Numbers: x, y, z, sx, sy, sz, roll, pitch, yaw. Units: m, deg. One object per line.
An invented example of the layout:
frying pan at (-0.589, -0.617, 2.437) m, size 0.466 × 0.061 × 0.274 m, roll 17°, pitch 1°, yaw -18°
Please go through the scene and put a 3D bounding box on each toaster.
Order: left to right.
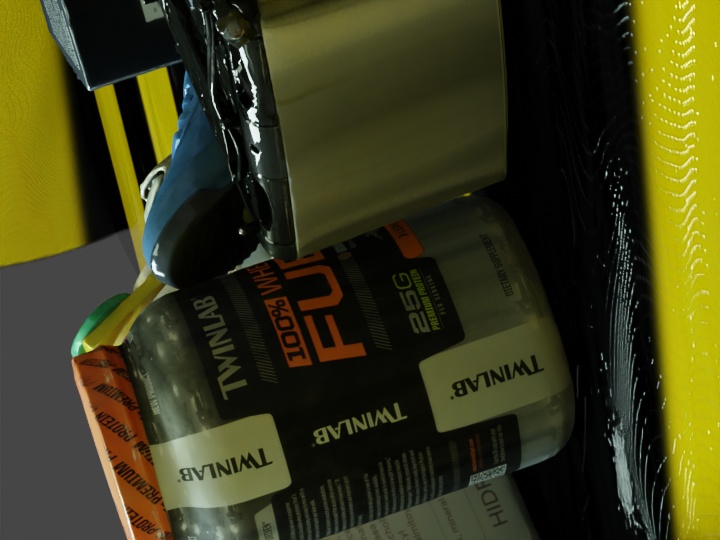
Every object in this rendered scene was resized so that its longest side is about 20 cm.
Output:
toaster at (-0.021, -0.121, 1.178) m, size 0.181 × 0.118 × 0.201 m, roll 81°, pitch 168°, yaw -52°

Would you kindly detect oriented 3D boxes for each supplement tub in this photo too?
supplement tub at (-0.017, 0.052, 1.240) m, size 0.122 × 0.199 × 0.123 m, roll 161°, pitch 90°, yaw -81°

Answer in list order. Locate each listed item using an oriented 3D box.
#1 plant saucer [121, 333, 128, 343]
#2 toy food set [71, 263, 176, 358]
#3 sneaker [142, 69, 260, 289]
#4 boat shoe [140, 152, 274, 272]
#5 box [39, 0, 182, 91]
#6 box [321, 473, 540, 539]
plant saucer at (-0.049, 0.071, 1.576) m, size 0.037 × 0.199 × 0.201 m, roll 31°, pitch -145°, yaw -36°
toy food set at (-0.097, 0.029, 1.809) m, size 0.049 × 0.200 × 0.198 m, roll 42°, pitch 164°, yaw 20°
sneaker at (-0.059, -0.067, 1.302) m, size 0.078 × 0.200 × 0.066 m, roll 26°, pitch 138°, yaw 12°
boat shoe at (-0.078, -0.038, 1.448) m, size 0.200 × 0.068 × 0.075 m, roll -134°, pitch 23°, yaw -80°
box at (-0.099, -0.177, 1.480) m, size 0.200 × 0.147 × 0.105 m, roll -135°, pitch 27°, yaw -72°
box at (0.006, 0.207, 1.432) m, size 0.199 × 0.170 × 0.201 m, roll 114°, pitch 135°, yaw -67°
